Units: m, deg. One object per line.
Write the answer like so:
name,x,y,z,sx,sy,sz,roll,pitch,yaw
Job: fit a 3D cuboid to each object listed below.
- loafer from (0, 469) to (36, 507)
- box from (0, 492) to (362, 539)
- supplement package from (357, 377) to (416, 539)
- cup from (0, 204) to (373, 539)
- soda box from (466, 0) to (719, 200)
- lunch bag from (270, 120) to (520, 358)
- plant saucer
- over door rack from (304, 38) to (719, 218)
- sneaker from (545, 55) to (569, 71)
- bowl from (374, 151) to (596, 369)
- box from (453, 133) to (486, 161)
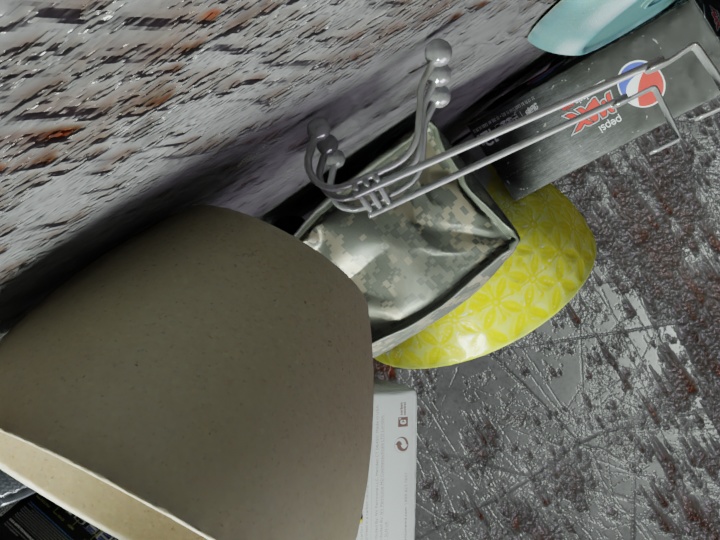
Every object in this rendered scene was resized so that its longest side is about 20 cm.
loafer,-0.165,0.068,0.799,0.200,0.072,0.063,-35,-177,-10
box,-0.124,0.125,0.810,0.160,0.200,0.049,-40,146,-28
supplement package,-0.075,0.134,0.981,0.199,0.118,0.117,-1,-176,-25
cup,-0.072,0.056,0.678,0.144,0.200,0.200,-62,-174,-18
soda box,0.176,-0.126,1.016,0.200,0.071,0.063,-27,-169,39
lunch bag,0.000,0.000,0.968,0.200,0.118,0.164,-38,177,7
plant saucer,0.190,-0.185,0.868,0.200,0.027,0.200,-33,178,-1
over door rack,0.072,-0.080,0.739,0.199,0.067,0.148,-12,178,3
sneaker,0.220,-0.163,1.082,0.200,0.078,0.086,-34,180,25
bowl,0.070,-0.028,1.113,0.199,0.108,0.200,-22,-155,11
box,0.129,-0.105,1.314,0.158,0.048,0.200,-33,177,1
